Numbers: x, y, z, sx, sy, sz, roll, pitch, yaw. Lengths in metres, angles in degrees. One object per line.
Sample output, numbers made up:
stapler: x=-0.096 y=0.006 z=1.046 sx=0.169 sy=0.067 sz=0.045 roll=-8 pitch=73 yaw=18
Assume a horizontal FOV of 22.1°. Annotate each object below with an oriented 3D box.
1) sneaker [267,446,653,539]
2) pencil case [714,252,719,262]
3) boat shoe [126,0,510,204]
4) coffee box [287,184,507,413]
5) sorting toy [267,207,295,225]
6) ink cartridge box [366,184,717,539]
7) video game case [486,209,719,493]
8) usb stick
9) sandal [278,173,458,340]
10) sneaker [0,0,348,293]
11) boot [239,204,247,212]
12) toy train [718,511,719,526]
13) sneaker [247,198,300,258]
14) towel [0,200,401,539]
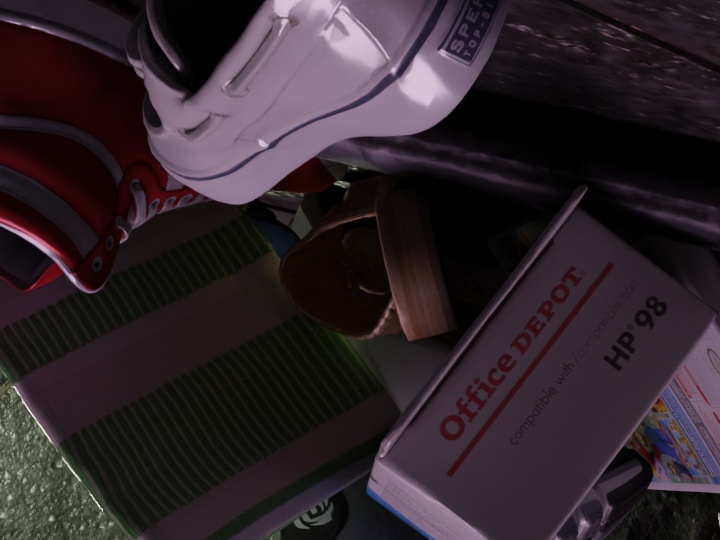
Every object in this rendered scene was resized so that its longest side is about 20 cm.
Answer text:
sneaker: x=0.030 y=0.100 z=0.823 sx=0.116 sy=0.200 sz=0.075 roll=52 pitch=150 yaw=20
pencil case: x=0.191 y=0.035 z=0.795 sx=0.094 sy=0.091 sz=0.200 roll=10 pitch=179 yaw=-18
boat shoe: x=-0.030 y=-0.068 z=0.512 sx=0.065 sy=0.074 sz=0.200 roll=23 pitch=163 yaw=-21
coffee box: x=0.020 y=0.034 z=0.941 sx=0.114 sy=0.080 sz=0.200 roll=19 pitch=-163 yaw=-16
sorting toy: x=-0.077 y=-0.001 z=1.321 sx=0.200 sy=0.070 sz=0.199 roll=14 pitch=174 yaw=24
ink cartridge box: x=0.063 y=0.050 z=0.687 sx=0.067 sy=0.116 sz=0.200 roll=37 pitch=171 yaw=5
video game case: x=0.123 y=0.032 z=0.794 sx=0.143 sy=0.018 sz=0.200 roll=58 pitch=167 yaw=-2
usb stick: x=0.051 y=-0.042 z=0.682 sx=0.200 sy=0.033 sz=0.055 roll=14 pitch=172 yaw=19
sandal: x=-0.001 y=-0.006 z=0.769 sx=0.070 sy=0.078 sz=0.212 roll=-14 pitch=-174 yaw=3
sneaker: x=-0.086 y=-0.034 z=0.735 sx=0.071 sy=0.113 sz=0.200 roll=7 pitch=170 yaw=42
boot: x=-0.147 y=-0.019 z=0.812 sx=0.200 sy=0.182 sz=0.073 roll=16 pitch=157 yaw=-40
toy train: x=0.257 y=0.099 z=0.848 sx=0.087 sy=0.114 sz=0.200 roll=24 pitch=142 yaw=-35
sneaker: x=-0.083 y=-0.029 z=0.991 sx=0.070 sy=0.078 sz=0.200 roll=34 pitch=164 yaw=-30
towel: x=-0.081 y=0.020 z=0.764 sx=0.152 sy=0.200 sz=0.023 roll=-29 pitch=170 yaw=-43
